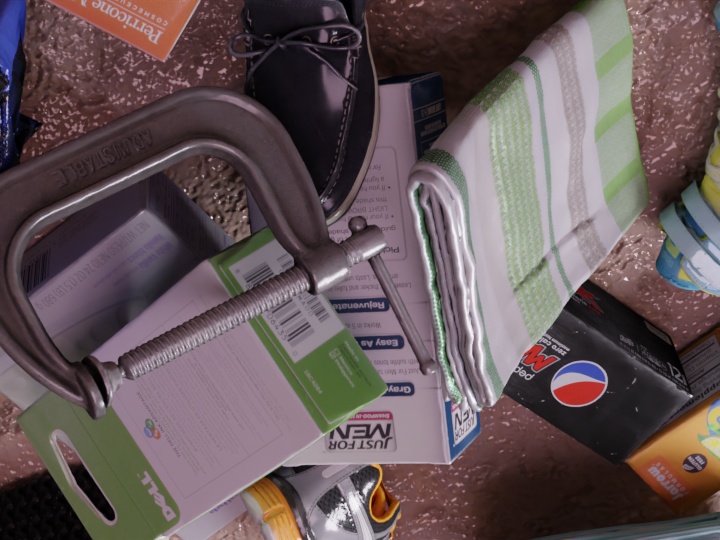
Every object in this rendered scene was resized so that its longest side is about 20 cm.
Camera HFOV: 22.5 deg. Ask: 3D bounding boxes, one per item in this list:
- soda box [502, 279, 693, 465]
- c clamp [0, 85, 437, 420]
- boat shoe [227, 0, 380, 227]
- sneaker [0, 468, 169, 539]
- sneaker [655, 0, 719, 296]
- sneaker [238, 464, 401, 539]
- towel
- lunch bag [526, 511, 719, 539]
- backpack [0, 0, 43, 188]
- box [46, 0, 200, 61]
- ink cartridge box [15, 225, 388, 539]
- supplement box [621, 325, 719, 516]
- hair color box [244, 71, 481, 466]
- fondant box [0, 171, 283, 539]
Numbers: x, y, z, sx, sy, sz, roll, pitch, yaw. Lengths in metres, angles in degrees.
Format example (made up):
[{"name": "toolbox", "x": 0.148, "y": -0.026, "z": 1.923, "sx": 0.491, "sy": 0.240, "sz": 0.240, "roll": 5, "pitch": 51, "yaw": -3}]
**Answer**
[{"name": "soda box", "x": 0.096, "y": 0.030, "z": 1.052, "sx": 0.200, "sy": 0.063, "sz": 0.071, "roll": 33, "pitch": 115, "yaw": -24}, {"name": "c clamp", "x": -0.078, "y": 0.003, "z": 0.842, "sx": 0.199, "sy": 0.027, "sz": 0.171, "roll": -22, "pitch": 88, "yaw": -21}, {"name": "boat shoe", "x": -0.028, "y": -0.119, "z": 0.889, "sx": 0.074, "sy": 0.062, "sz": 0.201, "roll": 7, "pitch": 95, "yaw": 20}, {"name": "sneaker", "x": -0.207, "y": 0.188, "z": 1.131, "sx": 0.199, "sy": 0.071, "sz": 0.094, "roll": -16, "pitch": 141, "yaw": 2}, {"name": "sneaker", "x": 0.207, "y": -0.057, "z": 0.998, "sx": 0.130, "sy": 0.080, "sz": 0.200, "roll": -27, "pitch": 121, "yaw": 10}, {"name": "sneaker", "x": -0.010, "y": 0.154, "z": 1.079, "sx": 0.077, "sy": 0.078, "sz": 0.200, "roll": -35, "pitch": 161, "yaw": -3}, {"name": "towel", "x": 0.095, "y": -0.040, "z": 0.933, "sx": 0.031, "sy": 0.200, "sz": 0.150, "roll": 14, "pitch": 132, "yaw": 32}, {"name": "lunch bag", "x": 0.170, "y": 0.198, "z": 1.120, "sx": 0.199, "sy": 0.077, "sz": 0.160, "roll": -11, "pitch": 162, "yaw": 3}, {"name": "backpack", "x": -0.240, "y": -0.061, "z": 0.891, "sx": 0.162, "sy": 0.168, "sz": 0.201, "roll": 8, "pitch": 125, "yaw": -4}, {"name": "box", "x": -0.095, "y": -0.222, "z": 0.838, "sx": 0.124, "sy": 0.098, "sz": 0.200, "roll": 26, "pitch": 117, "yaw": -15}, {"name": "ink cartridge box", "x": -0.088, "y": 0.070, "z": 0.949, "sx": 0.200, "sy": 0.059, "sz": 0.104, "roll": -36, "pitch": 87, "yaw": 42}, {"name": "supplement box", "x": 0.249, "y": 0.062, "z": 1.089, "sx": 0.200, "sy": 0.069, "sz": 0.067, "roll": -37, "pitch": 118, "yaw": 20}, {"name": "hair color box", "x": 0.000, "y": 0.000, "z": 0.963, "sx": 0.100, "sy": 0.061, "sz": 0.201, "roll": -3, "pitch": 100, "yaw": 21}, {"name": "fondant box", "x": -0.110, "y": 0.053, "z": 1.048, "sx": 0.144, "sy": 0.058, "sz": 0.200, "roll": -36, "pitch": 121, "yaw": 17}]
